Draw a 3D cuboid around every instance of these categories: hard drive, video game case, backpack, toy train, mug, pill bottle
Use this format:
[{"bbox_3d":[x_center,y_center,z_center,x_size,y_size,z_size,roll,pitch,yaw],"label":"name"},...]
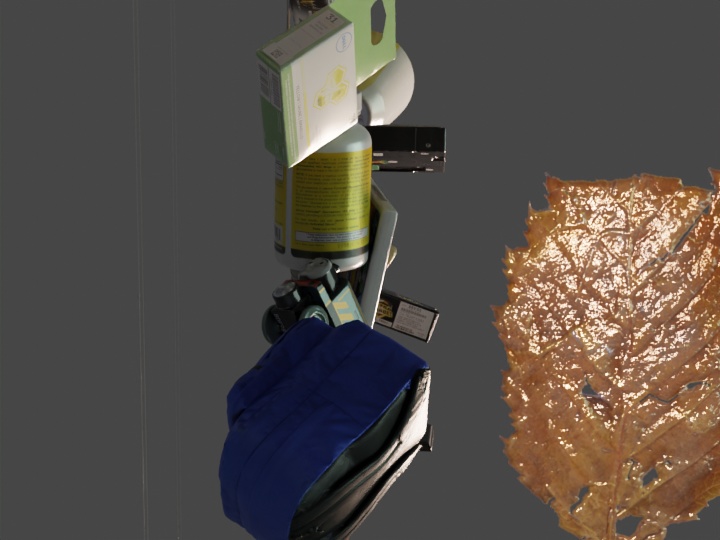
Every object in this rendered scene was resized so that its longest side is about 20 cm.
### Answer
[{"bbox_3d":[0.012,-0.158,1.842,0.140,0.198,0.038,65,25,-82],"label":"hard drive"},{"bbox_3d":[0.000,0.000,1.743,0.182,0.023,0.202,-119,-139,-71],"label":"video game case"},{"bbox_3d":[-0.048,0.161,1.315,0.200,0.167,0.163,-49,152,-28],"label":"backpack"},{"bbox_3d":[-0.033,0.084,1.597,0.114,0.085,0.201,-47,122,-38],"label":"toy train"},{"bbox_3d":[-0.023,-0.263,2.051,0.150,0.186,0.153,-51,-173,30],"label":"mug"},{"bbox_3d":[-0.043,-0.107,1.633,0.113,0.111,0.202,-78,170,-74],"label":"pill bottle"}]

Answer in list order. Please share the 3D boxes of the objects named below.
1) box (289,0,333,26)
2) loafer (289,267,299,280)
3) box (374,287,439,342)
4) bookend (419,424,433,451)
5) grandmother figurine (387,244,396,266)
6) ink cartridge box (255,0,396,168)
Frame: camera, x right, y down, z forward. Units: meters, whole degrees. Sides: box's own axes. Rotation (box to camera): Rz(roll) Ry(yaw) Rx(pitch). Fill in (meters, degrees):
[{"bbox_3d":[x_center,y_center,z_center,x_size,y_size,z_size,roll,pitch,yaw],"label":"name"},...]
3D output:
[{"bbox_3d":[-0.056,-0.381,1.791,0.200,0.048,0.160,83,10,-75],"label":"box"},{"bbox_3d":[-0.066,-0.014,1.807,0.070,0.069,0.202,30,-66,48],"label":"loafer"},{"bbox_3d":[0.011,0.042,1.990,0.200,0.197,0.050,0,112,-87],"label":"box"},{"bbox_3d":[0.011,0.151,2.077,0.092,0.197,0.202,-67,159,-76],"label":"bookend"},{"bbox_3d":[-0.033,-0.073,1.881,0.200,0.120,0.061,54,32,-44],"label":"grandmother figurine"},{"bbox_3d":[-0.020,-0.218,1.501,0.199,0.048,0.146,-36,149,-24],"label":"ink cartridge box"}]
